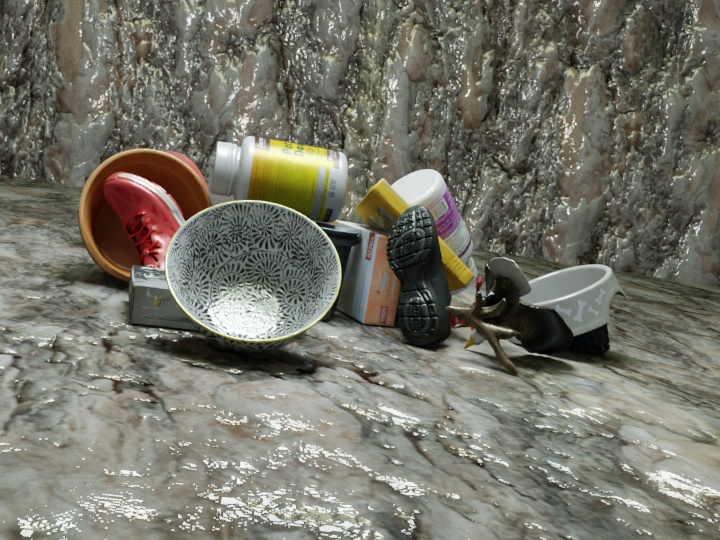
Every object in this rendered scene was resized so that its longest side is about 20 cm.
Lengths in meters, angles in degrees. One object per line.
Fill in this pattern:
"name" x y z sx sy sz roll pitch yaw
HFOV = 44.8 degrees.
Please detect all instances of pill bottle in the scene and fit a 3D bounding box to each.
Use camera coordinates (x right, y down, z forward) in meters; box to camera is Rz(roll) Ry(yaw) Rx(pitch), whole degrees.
"pill bottle" -0.124 -0.140 1.323 0.196 0.111 0.109 8 6 -11
"pill bottle" 0.124 -0.059 1.480 0.111 0.202 0.113 -22 29 13

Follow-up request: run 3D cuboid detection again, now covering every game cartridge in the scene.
"game cartridge" 0.078 -0.045 1.354 0.200 0.032 0.176 48 -10 -1

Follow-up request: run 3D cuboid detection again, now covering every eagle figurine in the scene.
"eagle figurine" 0.201 0.059 1.215 0.149 0.155 0.199 -11 -2 35

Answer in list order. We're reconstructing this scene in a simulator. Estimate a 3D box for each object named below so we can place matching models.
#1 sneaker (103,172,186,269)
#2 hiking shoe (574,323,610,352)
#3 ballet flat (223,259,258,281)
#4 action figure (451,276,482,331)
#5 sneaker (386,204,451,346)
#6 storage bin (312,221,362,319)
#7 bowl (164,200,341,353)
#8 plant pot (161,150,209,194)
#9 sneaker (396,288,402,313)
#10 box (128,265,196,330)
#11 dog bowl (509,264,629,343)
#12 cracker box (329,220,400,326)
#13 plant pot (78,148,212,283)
"sneaker" -0.293 -0.042 1.220 0.199 0.078 0.116 41 36 -12
"hiking shoe" 0.354 0.096 1.430 0.085 0.076 0.200 -10 2 5
"ballet flat" -0.140 -0.001 1.099 0.196 0.070 0.071 9 26 -10
"action figure" 0.215 0.047 1.482 0.064 0.101 0.199 13 5 25
"sneaker" 0.089 0.009 1.241 0.075 0.204 0.090 -9 -13 29
"storage bin" -0.106 -0.008 1.293 0.196 0.137 0.146 9 6 5
"bowl" -0.125 0.024 1.005 0.197 0.095 0.203 6 50 -8
"plant pot" -0.414 -0.120 1.664 0.197 0.204 0.177 12 17 24
"sneaker" 0.054 0.029 1.474 0.083 0.078 0.200 19 -2 15
"box" -0.197 0.039 1.127 0.197 0.049 0.158 7 6 -16
"dog bowl" 0.315 0.048 1.370 0.197 0.060 0.200 -19 10 3
"cracker box" 0.000 0.000 1.384 0.057 0.136 0.200 7 7 -24
"plant pot" -0.337 -0.070 1.346 0.197 0.204 0.140 7 -11 -22
